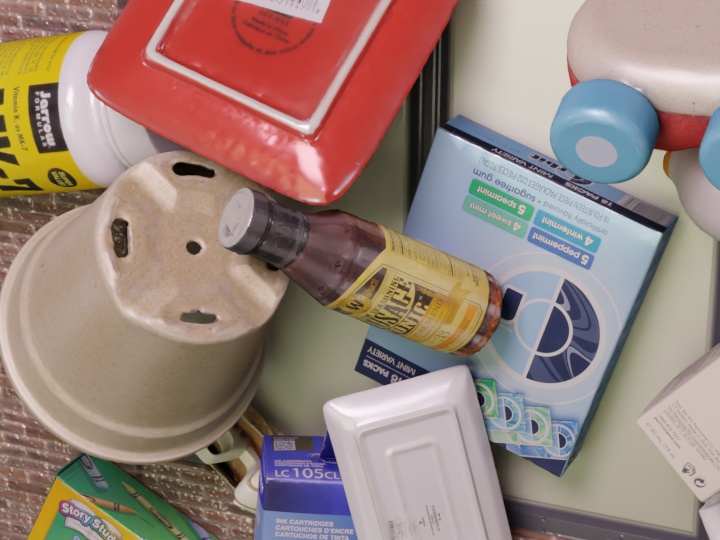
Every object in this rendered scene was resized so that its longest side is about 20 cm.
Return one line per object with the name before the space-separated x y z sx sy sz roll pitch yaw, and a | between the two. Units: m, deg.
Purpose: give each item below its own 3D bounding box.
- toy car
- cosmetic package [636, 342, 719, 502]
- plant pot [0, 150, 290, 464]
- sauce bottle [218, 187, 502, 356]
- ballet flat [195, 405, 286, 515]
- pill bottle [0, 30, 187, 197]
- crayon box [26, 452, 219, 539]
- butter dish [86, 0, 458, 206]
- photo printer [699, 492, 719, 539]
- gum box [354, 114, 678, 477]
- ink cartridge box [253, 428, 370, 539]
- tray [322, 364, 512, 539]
toy car | 0.222 -0.081 1.138 0.176 0.185 0.200 8 140 22
cosmetic package | 0.282 0.054 1.168 0.200 0.105 0.071 -42 84 32
plant pot | -0.135 0.014 1.252 0.201 0.200 0.183 49 152 2
sauce bottle | 0.000 0.000 1.189 0.200 0.066 0.066 20 125 -30
ballet flat | -0.089 0.141 1.394 0.200 0.071 0.071 47 120 3
pill bottle | -0.220 -0.114 1.335 0.200 0.114 0.115 -4 106 26
crayon box | -0.174 0.251 1.477 0.200 0.058 0.119 34 118 10
butter dish | -0.047 -0.141 1.236 0.200 0.148 0.200 26 77 16
photo printer | 0.335 0.168 1.204 0.166 0.069 0.200 49 121 3
gum box | 0.104 0.018 1.272 0.170 0.045 0.200 26 116 16
ink cartridge box | -0.010 0.198 1.344 0.136 0.076 0.200 3 110 -6
tray | 0.048 0.170 1.287 0.107 0.022 0.200 -15 111 0
